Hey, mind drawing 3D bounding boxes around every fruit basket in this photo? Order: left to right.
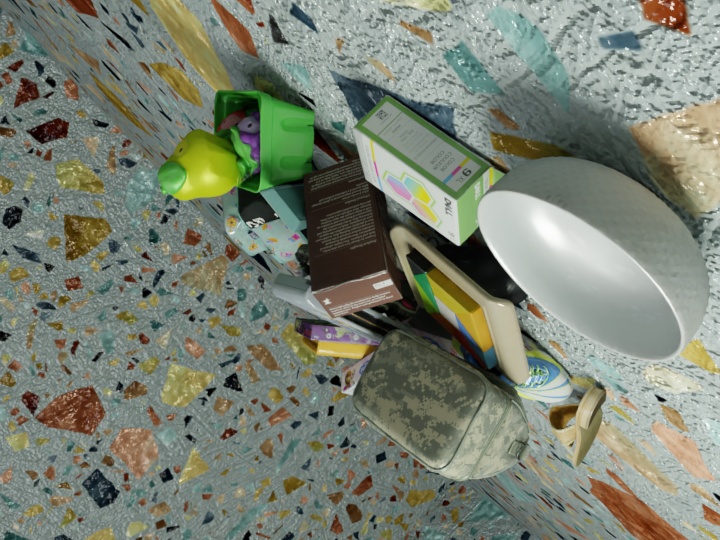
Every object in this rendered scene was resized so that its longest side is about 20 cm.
[{"bbox_3d":[-0.188,-0.177,0.994,0.216,0.215,0.156,24,114,58],"label":"fruit basket"}]

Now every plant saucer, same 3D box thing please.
[{"bbox_3d":[-0.083,-0.094,0.984,0.070,0.019,0.200,51,-167,0],"label":"plant saucer"}]

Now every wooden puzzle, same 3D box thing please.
[{"bbox_3d":[0.121,0.047,0.888,0.200,0.037,0.185,39,163,39],"label":"wooden puzzle"}]

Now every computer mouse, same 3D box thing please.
[{"bbox_3d":[0.138,0.017,0.928,0.139,0.053,0.200,58,157,-18],"label":"computer mouse"}]

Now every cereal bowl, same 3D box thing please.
[{"bbox_3d":[0.199,-0.021,0.582,0.200,0.083,0.200,41,168,10],"label":"cereal bowl"}]

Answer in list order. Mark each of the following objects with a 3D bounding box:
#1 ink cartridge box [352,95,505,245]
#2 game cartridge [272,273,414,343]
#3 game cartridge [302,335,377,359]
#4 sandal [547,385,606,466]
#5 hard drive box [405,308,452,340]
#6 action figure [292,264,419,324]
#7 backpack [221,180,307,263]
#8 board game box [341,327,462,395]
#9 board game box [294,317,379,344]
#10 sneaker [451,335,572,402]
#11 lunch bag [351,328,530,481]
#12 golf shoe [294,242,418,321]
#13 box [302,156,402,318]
[{"bbox_3d":[0.088,-0.093,0.757,0.200,0.059,0.104,39,167,22],"label":"ink cartridge box"},{"bbox_3d":[-0.025,0.061,1.012,0.200,0.042,0.133,28,167,-29],"label":"game cartridge"},{"bbox_3d":[0.007,0.136,1.242,0.200,0.033,0.176,9,179,-12],"label":"game cartridge"},{"bbox_3d":[0.318,0.220,1.052,0.070,0.078,0.212,29,155,28],"label":"sandal"},{"bbox_3d":[0.141,0.121,1.293,0.156,0.077,0.200,40,168,15],"label":"hard drive box"},{"bbox_3d":[-0.004,0.009,1.083,0.149,0.134,0.200,21,145,27],"label":"action figure"},{"bbox_3d":[-0.152,-0.106,1.237,0.200,0.153,0.176,43,-153,-53],"label":"backpack"},{"bbox_3d":[0.104,0.175,1.160,0.199,0.041,0.200,21,142,-27],"label":"board game box"},{"bbox_3d":[0.000,0.104,1.162,0.200,0.032,0.120,7,175,-17],"label":"board game box"},{"bbox_3d":[0.218,0.150,0.995,0.200,0.076,0.105,27,-160,-7],"label":"sneaker"},{"bbox_3d":[0.111,0.182,0.929,0.200,0.139,0.168,26,174,44],"label":"lunch bag"},{"bbox_3d":[0.000,0.000,1.013,0.200,0.088,0.077,28,162,-20],"label":"golf shoe"},{"bbox_3d":[-0.013,-0.048,0.916,0.075,0.100,0.200,57,-159,-50],"label":"box"}]
